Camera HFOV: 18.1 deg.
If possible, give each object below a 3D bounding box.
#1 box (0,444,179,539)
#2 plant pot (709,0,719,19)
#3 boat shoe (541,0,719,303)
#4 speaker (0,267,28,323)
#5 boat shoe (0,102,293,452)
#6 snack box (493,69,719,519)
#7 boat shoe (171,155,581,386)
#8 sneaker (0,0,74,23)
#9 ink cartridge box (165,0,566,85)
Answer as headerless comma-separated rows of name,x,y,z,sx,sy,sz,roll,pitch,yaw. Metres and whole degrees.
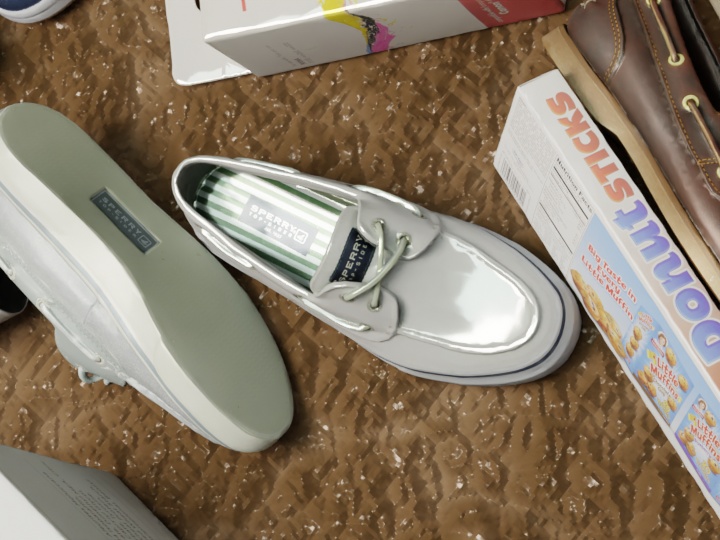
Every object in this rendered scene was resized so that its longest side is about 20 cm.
box,-0.140,0.214,0.994,0.200,0.131,0.199,41,96,27
plant pot,0.241,-0.116,0.895,0.199,0.200,0.178,-20,85,16
boat shoe,0.154,-0.046,0.970,0.070,0.070,0.201,-36,70,13
speaker,-0.264,0.028,1.110,0.199,0.081,0.082,-27,72,14
boat shoe,-0.114,0.014,1.062,0.201,0.070,0.072,48,127,6
snack box,0.121,0.012,0.972,0.024,0.072,0.201,-25,70,-18
boat shoe,0.000,0.000,1.022,0.199,0.067,0.074,18,87,22
sneaker,-0.148,-0.224,1.095,0.070,0.108,0.201,26,90,23
ink cartridge box,-0.014,-0.163,1.056,0.199,0.067,0.117,-11,77,18
